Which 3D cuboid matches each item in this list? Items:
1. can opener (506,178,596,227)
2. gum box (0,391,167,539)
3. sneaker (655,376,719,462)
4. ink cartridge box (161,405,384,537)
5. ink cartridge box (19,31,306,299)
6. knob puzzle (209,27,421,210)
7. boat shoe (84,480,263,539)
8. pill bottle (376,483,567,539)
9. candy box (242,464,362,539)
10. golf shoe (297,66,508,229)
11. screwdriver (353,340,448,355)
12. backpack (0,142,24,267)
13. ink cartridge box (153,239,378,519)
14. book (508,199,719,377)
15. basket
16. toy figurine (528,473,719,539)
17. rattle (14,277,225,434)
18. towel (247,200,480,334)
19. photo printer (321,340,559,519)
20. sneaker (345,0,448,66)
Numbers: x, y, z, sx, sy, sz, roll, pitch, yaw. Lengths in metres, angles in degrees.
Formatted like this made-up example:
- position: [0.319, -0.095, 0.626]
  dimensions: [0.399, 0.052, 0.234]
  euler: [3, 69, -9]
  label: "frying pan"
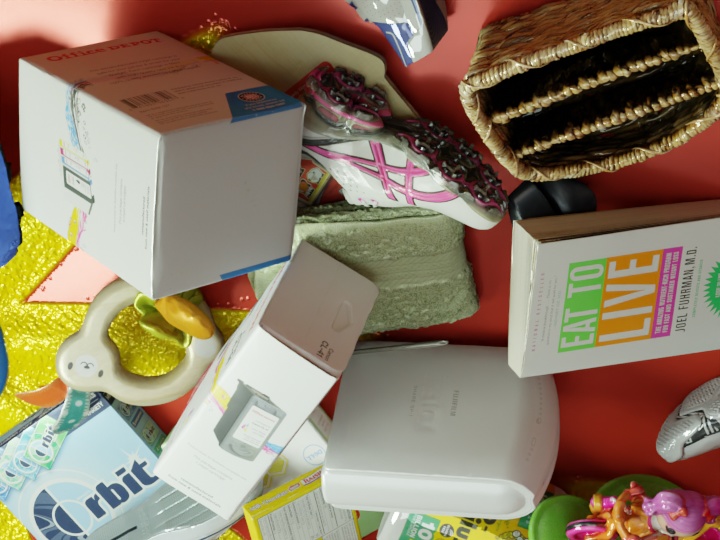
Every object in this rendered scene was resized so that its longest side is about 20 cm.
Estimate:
- position: [0.188, -0.007, 1.453]
  dimensions: [0.079, 0.063, 0.200]
  euler: [-33, 118, -5]
  label: "can opener"
- position: [-0.254, 0.216, 1.650]
  dimensions: [0.170, 0.045, 0.200]
  euler: [-34, 105, 22]
  label: "gum box"
- position: [0.366, 0.137, 1.473]
  dimensions: [0.200, 0.075, 0.115]
  euler: [-35, 101, 20]
  label: "sneaker"
- position: [-0.073, 0.201, 1.607]
  dimensions: [0.145, 0.048, 0.200]
  euler: [-32, 103, 22]
  label: "ink cartridge box"
- position: [-0.168, -0.093, 1.381]
  dimensions: [0.200, 0.147, 0.145]
  euler: [31, 126, 40]
  label: "ink cartridge box"
- position: [-0.053, -0.129, 1.454]
  dimensions: [0.219, 0.030, 0.220]
  euler: [5, 117, 9]
  label: "knob puzzle"
- position: [-0.169, 0.241, 1.591]
  dimensions: [0.200, 0.074, 0.067]
  euler: [-25, 137, 18]
  label: "boat shoe"
- position: [0.126, 0.238, 1.548]
  dimensions: [0.200, 0.113, 0.113]
  euler: [22, 117, 1]
  label: "pill bottle"
- position: [-0.045, 0.277, 1.596]
  dimensions: [0.102, 0.026, 0.200]
  euler: [-27, 129, -20]
  label: "candy box"
- position: [0.030, -0.087, 1.405]
  dimensions: [0.200, 0.073, 0.092]
  euler: [32, 123, 5]
  label: "golf shoe"
- position: [-0.009, 0.077, 1.502]
  dimensions: [0.200, 0.028, 0.029]
  euler: [-4, 133, 26]
  label: "screwdriver"
- position: [-0.396, -0.056, 1.449]
  dimensions: [0.200, 0.168, 0.163]
  euler: [16, 129, 41]
  label: "backpack"
- position: [-0.081, 0.093, 1.434]
  dimensions: [0.086, 0.148, 0.200]
  euler: [32, 124, -6]
  label: "ink cartridge box"
- position: [0.225, 0.015, 1.418]
  dimensions: [0.200, 0.048, 0.134]
  euler: [-8, 118, -18]
  label: "book"
- position: [0.195, -0.141, 1.334]
  dimensions: [0.200, 0.149, 0.143]
  euler: [-18, 110, 17]
  label: "basket"
- position: [0.272, 0.215, 1.439]
  dimensions: [0.200, 0.150, 0.184]
  euler: [13, 151, -17]
  label: "toy figurine"
- position: [-0.220, 0.092, 1.509]
  dimensions: [0.200, 0.143, 0.130]
  euler: [-26, 120, -3]
  label: "rattle"
- position: [0.000, 0.000, 1.477]
  dimensions: [0.200, 0.037, 0.149]
  euler: [-7, 130, 7]
  label: "towel"
- position: [0.076, 0.140, 1.484]
  dimensions: [0.200, 0.167, 0.070]
  euler: [3, 136, 10]
  label: "photo printer"
- position: [-0.016, -0.254, 1.367]
  dimensions: [0.115, 0.081, 0.200]
  euler: [-22, 102, 24]
  label: "sneaker"
